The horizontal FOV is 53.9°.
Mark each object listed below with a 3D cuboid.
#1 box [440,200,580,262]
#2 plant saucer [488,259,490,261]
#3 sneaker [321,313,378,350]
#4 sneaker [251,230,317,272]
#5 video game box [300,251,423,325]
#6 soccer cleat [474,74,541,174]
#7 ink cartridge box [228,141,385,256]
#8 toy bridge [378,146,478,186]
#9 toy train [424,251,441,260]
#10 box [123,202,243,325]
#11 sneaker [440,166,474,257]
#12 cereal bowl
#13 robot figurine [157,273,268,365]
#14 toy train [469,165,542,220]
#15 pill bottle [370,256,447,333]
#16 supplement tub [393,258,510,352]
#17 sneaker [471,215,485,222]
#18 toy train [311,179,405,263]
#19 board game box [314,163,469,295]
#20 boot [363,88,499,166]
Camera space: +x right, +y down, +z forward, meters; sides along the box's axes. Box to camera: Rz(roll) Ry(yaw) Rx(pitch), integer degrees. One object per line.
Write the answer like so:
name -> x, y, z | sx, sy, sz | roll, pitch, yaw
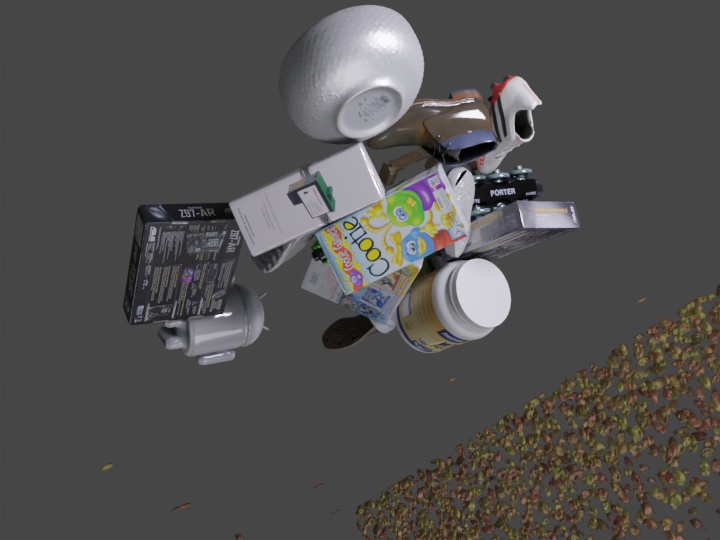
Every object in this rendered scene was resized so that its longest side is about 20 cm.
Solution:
box -> 0.259, -0.067, 1.253 | 0.157, 0.049, 0.199 | -3, 166, -37
plant saucer -> 0.246, -0.006, 1.479 | 0.035, 0.202, 0.201 | 17, 152, 7
sneaker -> 0.010, 0.131, 1.607 | 0.198, 0.071, 0.076 | -28, 155, 8
sneaker -> -0.099, -0.082, 1.151 | 0.200, 0.075, 0.082 | -40, 177, 27
video game box -> 0.000, 0.000, 1.274 | 0.180, 0.047, 0.201 | 26, 142, -1
soccer cleat -> 0.231, -0.215, 1.121 | 0.068, 0.085, 0.201 | -32, 153, -25
ink cartridge box -> -0.070, -0.106, 1.007 | 0.198, 0.085, 0.146 | -24, -170, 5
toy bridge -> 0.128, -0.185, 1.175 | 0.197, 0.027, 0.068 | -13, 151, -25
toy train -> 0.078, -0.029, 1.386 | 0.197, 0.057, 0.042 | -18, 153, -12
box -> -0.271, -0.010, 1.088 | 0.158, 0.044, 0.202 | -7, 134, -33
sneaker -> 0.109, -0.113, 1.176 | 0.081, 0.145, 0.201 | -50, 153, -24
cereal bowl -> -0.003, -0.233, 0.915 | 0.197, 0.084, 0.201 | -19, 153, -10
robot figurine -> -0.255, 0.085, 1.250 | 0.197, 0.113, 0.172 | -7, 115, -29
toy train -> 0.229, -0.134, 1.274 | 0.197, 0.087, 0.114 | -10, -179, -26
pill bottle -> 0.109, 0.046, 1.488 | 0.199, 0.113, 0.112 | -35, 152, 22
supplement tub -> 0.167, 0.065, 1.303 | 0.143, 0.147, 0.199 | -7, 168, -31
sneaker -> 0.163, -0.089, 1.336 | 0.197, 0.081, 0.089 | -12, 137, -28
toy train -> 0.004, -0.079, 1.142 | 0.199, 0.057, 0.042 | -33, 110, 7
board game box -> 0.049, -0.062, 1.043 | 0.198, 0.104, 0.105 | -26, -171, 14
boot -> 0.109, -0.200, 1.053 | 0.197, 0.098, 0.075 | -21, 154, -9
